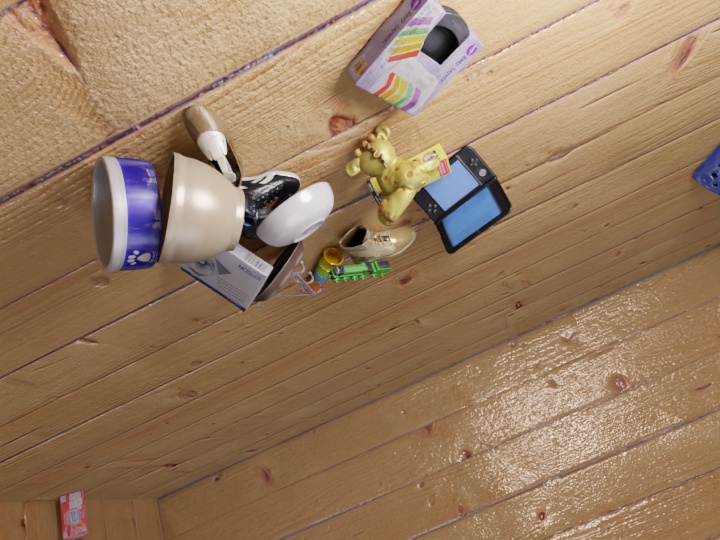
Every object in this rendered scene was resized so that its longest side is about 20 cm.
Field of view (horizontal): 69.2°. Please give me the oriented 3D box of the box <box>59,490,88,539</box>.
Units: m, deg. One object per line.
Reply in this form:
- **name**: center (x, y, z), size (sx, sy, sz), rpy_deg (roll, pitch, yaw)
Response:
- **box**: center (-1.395, 1.196, 2.546), size (0.102, 0.200, 0.095), rpy_deg (-10, 149, -25)

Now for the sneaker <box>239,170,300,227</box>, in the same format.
- **sneaker**: center (-0.212, -0.144, 1.106), size (0.199, 0.112, 0.073), rpy_deg (-10, 152, -24)

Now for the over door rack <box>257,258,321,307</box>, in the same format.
- **over door rack**: center (-0.228, 0.032, 1.473), size (0.199, 0.067, 0.148), rpy_deg (-13, 150, 11)

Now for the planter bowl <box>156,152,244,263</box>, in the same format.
- **planter bowl**: center (-0.292, -0.103, 0.963), size (0.134, 0.201, 0.200), rpy_deg (8, 142, -26)

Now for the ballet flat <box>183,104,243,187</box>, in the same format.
- **ballet flat**: center (-0.265, -0.218, 0.975), size (0.068, 0.072, 0.200), rpy_deg (-20, 153, -4)

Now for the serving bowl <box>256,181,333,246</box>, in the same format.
- **serving bowl**: center (-0.136, -0.114, 1.184), size (0.200, 0.066, 0.200), rpy_deg (-36, 177, -2)

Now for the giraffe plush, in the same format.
- **giraffe plush**: center (0.058, -0.216, 1.146), size (0.173, 0.162, 0.200), rpy_deg (-52, -179, -22)

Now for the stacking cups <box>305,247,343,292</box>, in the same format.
- **stacking cups**: center (-0.114, 0.007, 1.533), size (0.060, 0.061, 0.200), rpy_deg (-5, 154, -30)

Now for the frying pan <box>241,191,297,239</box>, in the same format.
- **frying pan**: center (-0.210, -0.124, 1.243), size (0.190, 0.031, 0.115), rpy_deg (-23, 155, 6)

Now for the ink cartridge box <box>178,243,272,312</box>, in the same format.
- **ink cartridge box**: center (-0.330, 0.005, 1.234), size (0.199, 0.041, 0.200), rpy_deg (34, 132, -6)

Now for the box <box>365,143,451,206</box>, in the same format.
- **box**: center (0.118, -0.228, 1.274), size (0.200, 0.050, 0.075), rpy_deg (-26, 152, 6)

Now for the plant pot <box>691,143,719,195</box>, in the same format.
- **plant pot**: center (1.355, -0.356, 1.845), size (0.199, 0.180, 0.200), rpy_deg (-16, 153, -10)

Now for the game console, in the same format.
- **game console**: center (0.246, -0.176, 1.306), size (0.200, 0.116, 0.176), rpy_deg (-37, 106, 27)

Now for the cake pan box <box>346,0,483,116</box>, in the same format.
- **cake pan box**: center (0.105, -0.396, 0.962), size (0.200, 0.052, 0.184), rpy_deg (-40, 151, 30)

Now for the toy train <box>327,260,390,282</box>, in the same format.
- **toy train**: center (0.000, 0.000, 1.481), size (0.199, 0.042, 0.056), rpy_deg (-7, 155, -35)

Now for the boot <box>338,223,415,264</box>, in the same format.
- **boot**: center (0.049, -0.088, 1.449), size (0.199, 0.073, 0.155), rpy_deg (-21, 158, 11)

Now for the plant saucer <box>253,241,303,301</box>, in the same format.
- **plant saucer**: center (-0.203, 0.004, 1.316), size (0.032, 0.200, 0.200), rpy_deg (39, 124, -14)

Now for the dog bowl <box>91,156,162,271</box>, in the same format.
- **dog bowl**: center (-0.421, -0.100, 0.932), size (0.079, 0.201, 0.200), rpy_deg (-4, 148, -36)
